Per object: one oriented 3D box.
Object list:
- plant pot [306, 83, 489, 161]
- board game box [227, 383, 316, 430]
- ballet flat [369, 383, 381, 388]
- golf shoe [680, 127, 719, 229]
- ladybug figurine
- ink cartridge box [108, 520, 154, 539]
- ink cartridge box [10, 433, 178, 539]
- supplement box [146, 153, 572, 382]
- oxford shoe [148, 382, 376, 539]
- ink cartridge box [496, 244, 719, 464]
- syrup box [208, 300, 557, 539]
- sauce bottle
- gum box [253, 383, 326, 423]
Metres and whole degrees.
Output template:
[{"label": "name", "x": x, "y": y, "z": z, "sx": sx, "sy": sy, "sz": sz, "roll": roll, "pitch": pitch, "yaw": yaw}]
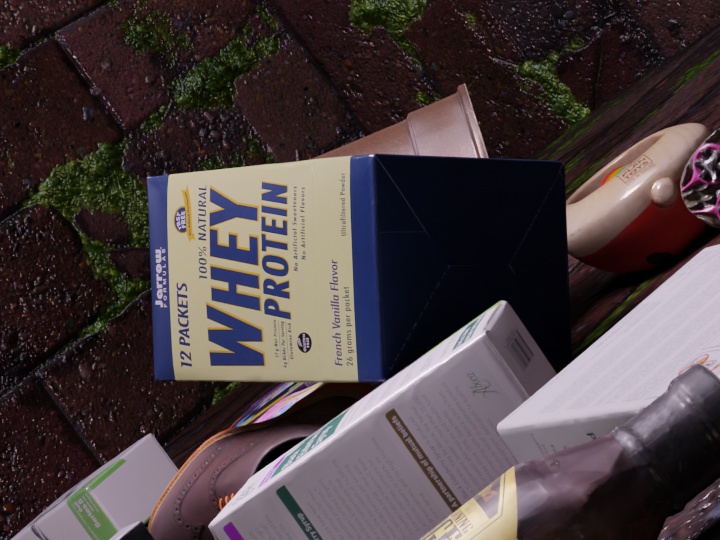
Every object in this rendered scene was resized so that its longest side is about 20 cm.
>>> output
[{"label": "plant pot", "x": 0.015, "y": -0.018, "z": 1.450, "sx": 0.196, "sy": 0.202, "sz": 0.200, "roll": -16, "pitch": 4, "yaw": 4}, {"label": "board game box", "x": -0.053, "y": 0.134, "z": 1.925, "sx": 0.199, "sy": 0.057, "sz": 0.165, "roll": -36, "pitch": 4, "yaw": 22}, {"label": "ballet flat", "x": -0.028, "y": 0.130, "z": 1.363, "sx": 0.200, "sy": 0.047, "sz": 0.067, "roll": -47, "pitch": -22, "yaw": 23}, {"label": "golf shoe", "x": 0.281, "y": -0.082, "z": 1.101, "sx": 0.199, "sy": 0.073, "sz": 0.092, "roll": -27, "pitch": 1, "yaw": 16}, {"label": "ladybug figurine", "x": 0.207, "y": -0.047, "z": 1.377, "sx": 0.135, "sy": 0.072, "sz": 0.200, "roll": -38, "pitch": 2, "yaw": 2}, {"label": "ink cartridge box", "x": -0.181, "y": 0.250, "z": 1.147, "sx": 0.200, "sy": 0.095, "sz": 0.037, "roll": -39, "pitch": 4, "yaw": -29}, {"label": "ink cartridge box", "x": -0.331, "y": 0.305, "z": 2.341, "sx": 0.199, "sy": 0.084, "sz": 0.145, "roll": -35, "pitch": 3, "yaw": 36}, {"label": "supplement box", "x": 0.000, "y": 0.000, "z": 1.229, "sx": 0.198, "sy": 0.136, "sz": 0.199, "roll": -3, "pitch": -1, "yaw": 42}, {"label": "oxford shoe", "x": -0.071, "y": 0.138, "z": 1.219, "sx": 0.199, "sy": 0.071, "sz": 0.073, "roll": -37, "pitch": 6, "yaw": 27}, {"label": "ink cartridge box", "x": 0.171, "y": 0.036, "z": 0.849, "sx": 0.162, "sy": 0.050, "sz": 0.200, "roll": -38, "pitch": 11, "yaw": -24}, {"label": "syrup box", "x": 0.019, "y": 0.110, "z": 1.060, "sx": 0.199, "sy": 0.082, "sz": 0.079, "roll": -35, "pitch": 2, "yaw": 18}, {"label": "sauce bottle", "x": 0.059, "y": 0.110, "z": 0.701, "sx": 0.199, "sy": 0.066, "sz": 0.066, "roll": -37, "pitch": 2, "yaw": -5}, {"label": "gum box", "x": -0.052, "y": 0.147, "z": 1.524, "sx": 0.113, "sy": 0.066, "sz": 0.200, "roll": -40, "pitch": 4, "yaw": -23}]
